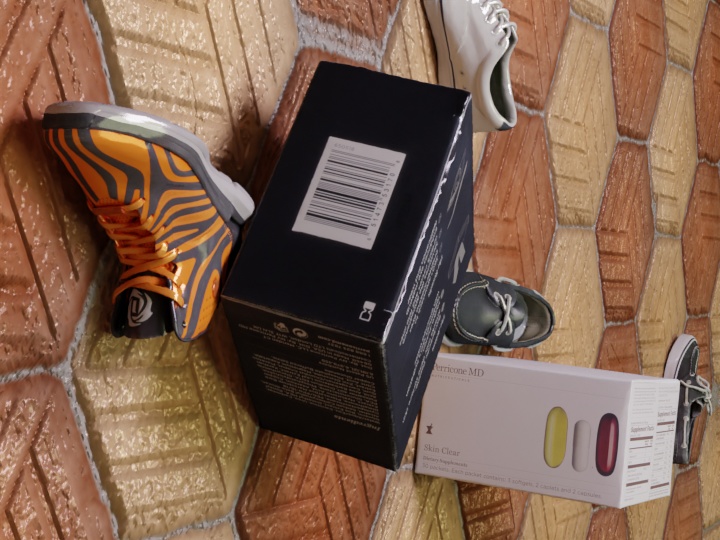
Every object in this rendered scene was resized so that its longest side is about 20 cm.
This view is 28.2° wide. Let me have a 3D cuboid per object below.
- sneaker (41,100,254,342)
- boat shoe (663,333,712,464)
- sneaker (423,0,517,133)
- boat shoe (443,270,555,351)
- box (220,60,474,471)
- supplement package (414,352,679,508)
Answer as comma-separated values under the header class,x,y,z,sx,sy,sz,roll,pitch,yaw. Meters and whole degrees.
class,x,y,z,sx,sy,sz,roll,pitch,yaw
sneaker,-0.126,-0.019,0.849,0.200,0.077,0.114,37,61,-58
boat shoe,0.457,0.180,2.005,0.201,0.067,0.074,-65,147,-34
sneaker,0.103,-0.216,1.260,0.073,0.070,0.202,-49,136,-48
boat shoe,0.129,0.038,1.363,0.199,0.060,0.077,0,95,-62
box,0.000,0.000,1.001,0.201,0.116,0.199,81,26,-58
supplement package,0.173,0.142,1.316,0.155,0.197,0.113,8,87,-62
